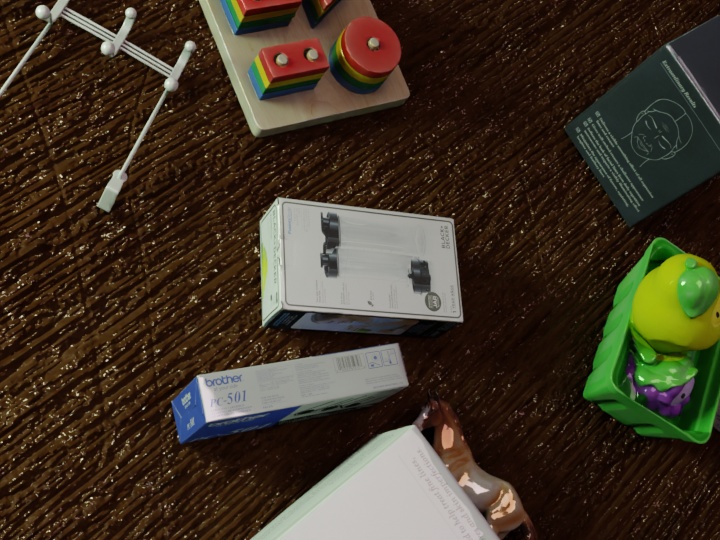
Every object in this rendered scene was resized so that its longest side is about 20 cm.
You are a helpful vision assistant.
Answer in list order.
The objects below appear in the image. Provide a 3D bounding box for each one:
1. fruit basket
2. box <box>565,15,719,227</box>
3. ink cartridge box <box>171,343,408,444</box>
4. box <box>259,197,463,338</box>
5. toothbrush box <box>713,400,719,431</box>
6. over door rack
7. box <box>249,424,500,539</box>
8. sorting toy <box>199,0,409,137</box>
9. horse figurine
[{"bbox_3d":[0.340,0.062,1.074,0.154,0.215,0.217,32,60,-10],"label":"fruit basket"},{"bbox_3d":[0.362,-0.168,1.173,0.106,0.200,0.149,-30,85,-30],"label":"box"},{"bbox_3d":[-0.064,0.112,0.927,0.198,0.094,0.045,-6,73,-28],"label":"ink cartridge box"},{"bbox_3d":[0.000,0.000,1.019,0.197,0.060,0.118,4,69,-24],"label":"box"},{"bbox_3d":[0.478,0.094,1.126,0.085,0.200,0.147,36,61,-6],"label":"toothbrush box"},{"bbox_3d":[-0.257,-0.178,0.964,0.146,0.067,0.202,28,61,-12],"label":"over door rack"},{"bbox_3d":[0.014,0.274,0.860,0.199,0.131,0.200,-36,88,-19],"label":"box"},{"bbox_3d":[-0.054,-0.267,1.092,0.197,0.070,0.202,-17,78,-29],"label":"sorting toy"},{"bbox_3d":[0.105,0.232,0.987,0.199,0.050,0.133,39,65,-4],"label":"horse figurine"}]
